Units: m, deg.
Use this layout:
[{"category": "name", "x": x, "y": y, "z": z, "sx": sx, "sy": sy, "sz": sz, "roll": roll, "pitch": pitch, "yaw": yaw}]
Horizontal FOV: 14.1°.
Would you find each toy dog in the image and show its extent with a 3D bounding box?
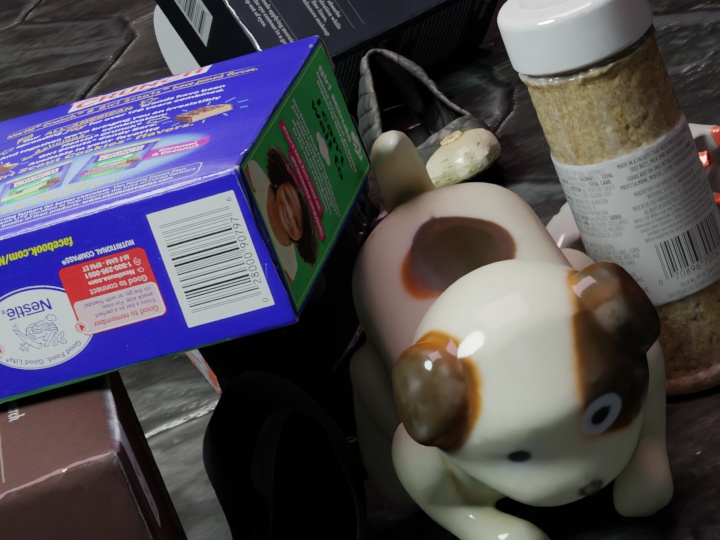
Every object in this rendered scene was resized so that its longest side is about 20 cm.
[{"category": "toy dog", "x": 0.069, "y": 0.034, "z": 1.253, "sx": 0.139, "sy": 0.194, "sz": 0.200, "roll": -14, "pitch": 11, "yaw": -5}]

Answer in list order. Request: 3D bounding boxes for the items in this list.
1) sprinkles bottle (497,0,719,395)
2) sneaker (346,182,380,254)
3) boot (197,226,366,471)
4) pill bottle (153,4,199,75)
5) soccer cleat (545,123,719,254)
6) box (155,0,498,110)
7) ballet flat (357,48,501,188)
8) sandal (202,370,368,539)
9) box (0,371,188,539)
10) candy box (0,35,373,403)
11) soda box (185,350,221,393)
[{"category": "sprinkles bottle", "x": 0.127, "y": -0.041, "z": 1.354, "sx": 0.068, "sy": 0.200, "sz": 0.068, "roll": -19, "pitch": 21, "yaw": 8}, {"category": "sneaker", "x": -0.028, "y": -0.038, "z": 1.687, "sx": 0.079, "sy": 0.075, "sz": 0.200, "roll": -22, "pitch": 20, "yaw": -8}, {"category": "boot", "x": 0.000, "y": 0.000, "z": 1.425, "sx": 0.200, "sy": 0.168, "sz": 0.076, "roll": -29, "pitch": 20, "yaw": -20}, {"category": "pill bottle", "x": -0.040, "y": -0.194, "z": 2.037, "sx": 0.200, "sy": 0.113, "sz": 0.112, "roll": -32, "pitch": 22, "yaw": -23}, {"category": "soccer cleat", "x": 0.132, "y": -0.021, "z": 1.504, "sx": 0.078, "sy": 0.069, "sz": 0.200, "roll": -14, "pitch": 14, "yaw": 35}, {"category": "box", "x": -0.036, "y": -0.211, "z": 1.923, "sx": 0.182, "sy": 0.200, "sz": 0.104, "roll": -28, "pitch": -18, "yaw": -20}, {"category": "ballet flat", "x": 0.033, "y": -0.088, "z": 1.775, "sx": 0.066, "sy": 0.057, "sz": 0.200, "roll": -26, "pitch": 21, "yaw": -9}, {"category": "sandal", "x": -0.025, "y": 0.107, "z": 1.297, "sx": 0.076, "sy": 0.043, "sz": 0.200, "roll": 18, "pitch": 29, "yaw": -18}, {"category": "box", "x": -0.167, "y": 0.152, "z": 1.212, "sx": 0.200, "sy": 0.166, "sz": 0.164, "roll": -21, "pitch": 19, "yaw": -2}, {"category": "candy box", "x": -0.098, "y": -0.023, "z": 1.254, "sx": 0.169, "sy": 0.077, "sz": 0.200, "roll": -15, "pitch": 18, "yaw": 15}, {"category": "soda box", "x": -0.086, "y": 0.003, "z": 1.658, "sx": 0.068, "sy": 0.064, "sz": 0.200, "roll": -25, "pitch": 21, "yaw": -9}]
